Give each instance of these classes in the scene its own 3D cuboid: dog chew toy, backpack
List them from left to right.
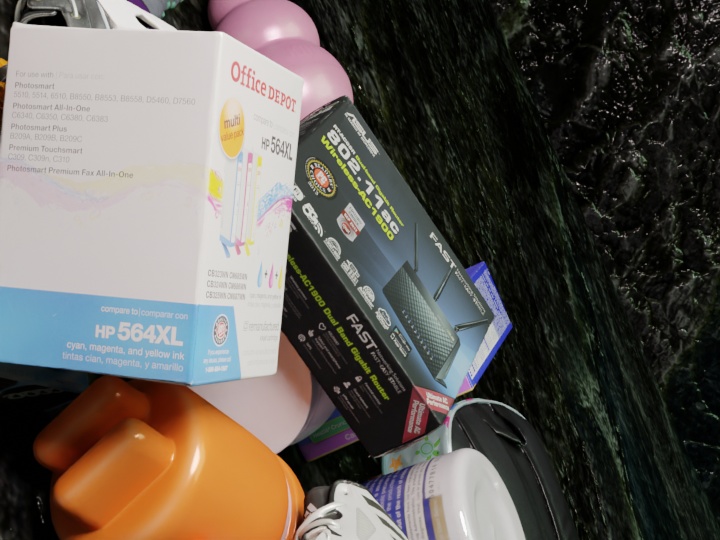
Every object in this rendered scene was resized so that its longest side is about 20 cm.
[{"bbox_3d":[-0.085,-0.197,1.134,0.124,0.124,0.202,23,42,-63],"label":"dog chew toy"},{"bbox_3d":[0.093,0.210,0.961,0.177,0.149,0.203,8,63,-53],"label":"backpack"}]

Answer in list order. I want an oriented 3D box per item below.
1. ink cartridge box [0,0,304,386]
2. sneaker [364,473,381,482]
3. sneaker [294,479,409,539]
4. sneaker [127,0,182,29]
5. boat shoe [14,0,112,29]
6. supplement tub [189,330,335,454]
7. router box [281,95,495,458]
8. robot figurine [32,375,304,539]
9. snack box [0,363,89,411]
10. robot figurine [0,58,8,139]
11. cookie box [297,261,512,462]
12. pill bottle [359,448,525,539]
[{"bbox_3d":[-0.114,-0.047,0.662,0.128,0.123,0.203,7,89,-74],"label":"ink cartridge box"},{"bbox_3d":[0.059,0.272,1.084,0.202,0.078,0.115,70,21,0],"label":"sneaker"},{"bbox_3d":[-0.033,0.174,0.676,0.199,0.076,0.116,21,25,-42],"label":"sneaker"},{"bbox_3d":[-0.182,-0.230,1.007,0.200,0.073,0.089,-27,112,-63],"label":"sneaker"},{"bbox_3d":[-0.208,-0.179,0.852,0.070,0.072,0.201,-14,64,-38],"label":"boat shoe"},{"bbox_3d":[-0.065,0.043,0.892,0.146,0.144,0.200,64,20,-10],"label":"supplement tub"},{"bbox_3d":[0.000,0.000,0.807,0.201,0.062,0.150,55,30,-12],"label":"router box"},{"bbox_3d":[-0.107,0.139,0.731,0.200,0.142,0.118,46,54,-45],"label":"robot figurine"},{"bbox_3d":[-0.231,0.006,0.658,0.200,0.037,0.118,26,45,-62],"label":"snack box"},{"bbox_3d":[-0.234,-0.098,0.676,0.145,0.058,0.200,40,9,23],"label":"robot figurine"},{"bbox_3d":[0.035,0.077,1.085,0.076,0.170,0.200,63,21,-4],"label":"cookie box"},{"bbox_3d":[0.007,0.209,0.831,0.120,0.198,0.121,52,26,-38],"label":"pill bottle"}]
